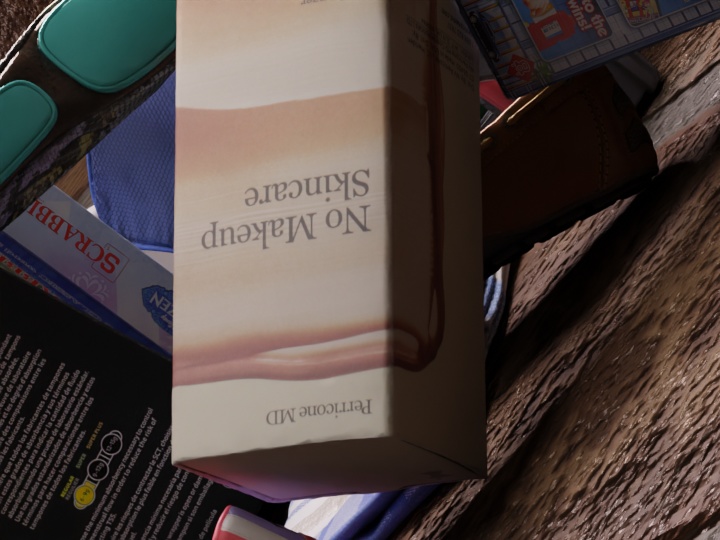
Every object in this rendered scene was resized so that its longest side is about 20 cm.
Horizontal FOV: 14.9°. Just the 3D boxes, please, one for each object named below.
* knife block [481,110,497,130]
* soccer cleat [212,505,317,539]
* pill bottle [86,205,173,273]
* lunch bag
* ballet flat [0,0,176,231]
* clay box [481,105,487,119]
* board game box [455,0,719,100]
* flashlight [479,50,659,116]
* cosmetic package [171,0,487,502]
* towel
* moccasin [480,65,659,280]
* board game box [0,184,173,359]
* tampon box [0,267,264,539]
[{"bbox_3d":[0.105,-0.128,1.336,0.176,0.064,0.200,-54,11,-8],"label":"knife block"},{"bbox_3d":[-0.074,0.164,1.100,0.200,0.076,0.067,-44,14,37],"label":"soccer cleat"},{"bbox_3d":[-0.182,0.035,1.863,0.120,0.120,0.200,-59,12,-30],"label":"pill bottle"},{"bbox_3d":[-0.042,-0.081,1.460,0.132,0.136,0.200,-13,15,-38],"label":"lunch bag"},{"bbox_3d":[-0.151,-0.087,1.381,0.200,0.072,0.072,-43,8,-15],"label":"ballet flat"},{"bbox_3d":[0.009,-0.065,1.579,0.200,0.048,0.115,-49,11,24],"label":"clay box"},{"bbox_3d":[0.168,-0.158,1.090,0.200,0.062,0.200,-13,21,44],"label":"board game box"},{"bbox_3d":[0.040,-0.127,1.236,0.068,0.200,0.068,-41,14,41],"label":"flashlight"},{"bbox_3d":[-0.012,-0.017,1.078,0.103,0.087,0.200,-10,72,25],"label":"cosmetic package"},{"bbox_3d":[0.009,0.068,1.213,0.147,0.024,0.200,-48,12,27],"label":"towel"},{"bbox_3d":[0.026,-0.026,1.162,0.201,0.078,0.074,-31,-6,28],"label":"moccasin"},{"bbox_3d":[-0.146,0.026,1.530,0.041,0.200,0.200,-56,10,-17],"label":"board game box"},{"bbox_3d":[-0.156,0.082,1.342,0.126,0.200,0.150,-62,11,-6],"label":"tampon box"}]
